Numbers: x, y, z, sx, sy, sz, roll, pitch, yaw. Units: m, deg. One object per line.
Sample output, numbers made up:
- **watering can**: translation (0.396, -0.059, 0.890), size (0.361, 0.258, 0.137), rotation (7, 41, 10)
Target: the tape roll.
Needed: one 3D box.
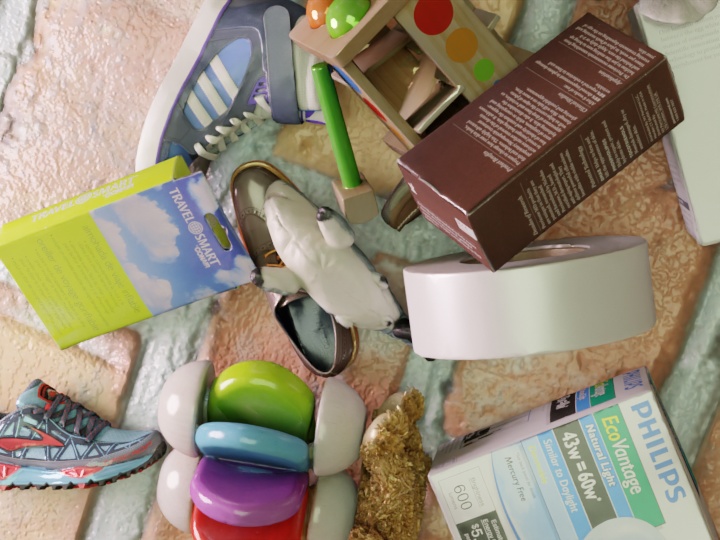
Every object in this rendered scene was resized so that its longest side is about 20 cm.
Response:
- **tape roll**: translation (0.138, 0.020, 1.353), size (0.202, 0.202, 0.071), rotation (-7, 95, 7)

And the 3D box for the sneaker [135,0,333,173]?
- **sneaker**: translation (-0.092, -0.134, 1.419), size (0.146, 0.081, 0.200), rotation (25, 93, 7)

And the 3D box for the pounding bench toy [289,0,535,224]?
- **pounding bench toy**: translation (0.014, -0.156, 1.342), size (0.200, 0.124, 0.156), rotation (-46, 115, -2)

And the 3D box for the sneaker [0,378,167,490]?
- **sneaker**: translation (-0.271, 0.143, 1.470), size (0.199, 0.079, 0.096), rotation (-4, 94, 6)

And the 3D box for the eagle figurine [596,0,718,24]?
- **eagle figurine**: translation (0.224, -0.278, 1.313), size (0.152, 0.200, 0.151), rotation (27, 96, 1)

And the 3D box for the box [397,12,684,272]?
- **box**: translation (0.140, -0.100, 1.282), size (0.200, 0.100, 0.075), rotation (-36, 133, -11)

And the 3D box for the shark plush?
- **shark plush**: translation (0.000, 0.000, 1.403), size (0.200, 0.083, 0.091), rotation (31, 109, -15)

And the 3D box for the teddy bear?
- **teddy bear**: translation (0.030, 0.197, 1.414), size (0.067, 0.145, 0.201), rotation (8, 92, 9)

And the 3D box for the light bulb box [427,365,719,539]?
- **light bulb box**: translation (0.188, 0.212, 1.406), size (0.200, 0.125, 0.199), rotation (-23, 93, 9)

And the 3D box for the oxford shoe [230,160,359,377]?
- **oxford shoe**: translation (-0.057, -0.002, 1.434), size (0.071, 0.073, 0.200), rotation (-27, 92, 9)

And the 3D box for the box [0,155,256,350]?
- **box**: translation (-0.196, -0.016, 1.425), size (0.200, 0.048, 0.122), rotation (-19, 122, 15)

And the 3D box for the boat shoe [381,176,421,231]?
- **boat shoe**: translation (0.103, -0.096, 1.409), size (0.200, 0.076, 0.072), rotation (-41, 93, 10)

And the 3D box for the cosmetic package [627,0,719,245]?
- **cosmetic package**: translation (0.340, -0.147, 1.352), size (0.199, 0.123, 0.200), rotation (-15, 96, 7)

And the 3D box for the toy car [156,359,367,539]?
- **toy car**: translation (-0.091, 0.177, 1.403), size (0.175, 0.150, 0.200), rotation (9, 121, 6)
